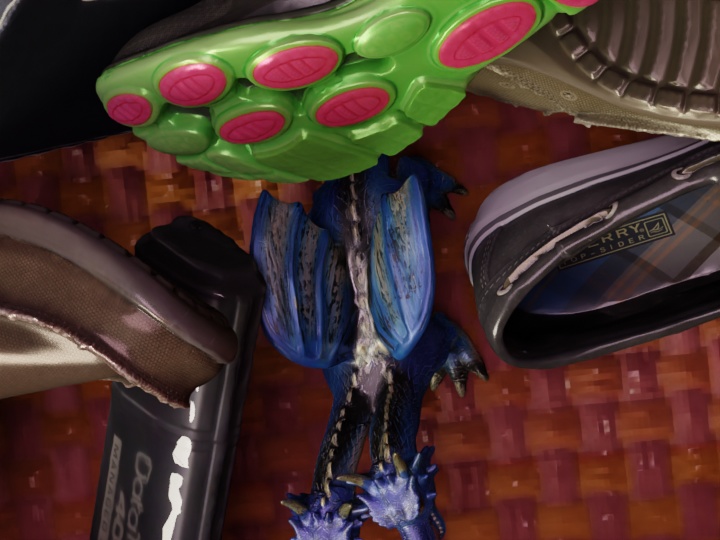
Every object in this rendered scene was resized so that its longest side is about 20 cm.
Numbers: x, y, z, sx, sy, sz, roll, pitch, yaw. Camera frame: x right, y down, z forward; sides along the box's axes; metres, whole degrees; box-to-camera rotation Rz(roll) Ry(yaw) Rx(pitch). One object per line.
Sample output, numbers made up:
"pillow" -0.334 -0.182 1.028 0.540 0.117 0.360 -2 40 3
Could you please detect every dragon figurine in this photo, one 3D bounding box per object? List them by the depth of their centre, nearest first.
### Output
"dragon figurine" 0.000 0.000 0.933 0.059 0.099 0.201 -7 92 13

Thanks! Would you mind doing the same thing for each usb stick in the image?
"usb stick" -0.065 0.082 0.936 0.055 0.032 0.201 32 119 45

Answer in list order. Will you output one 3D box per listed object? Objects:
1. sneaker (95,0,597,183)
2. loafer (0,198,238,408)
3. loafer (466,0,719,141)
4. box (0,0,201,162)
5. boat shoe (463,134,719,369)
"sneaker" 0.008 -0.093 0.877 0.199 0.077 0.084 -28 43 21
"loafer" -0.121 0.019 0.885 0.199 0.073 0.071 10 73 40
"loafer" 0.075 -0.083 0.910 0.199 0.067 0.076 15 88 28
"box" -0.118 -0.171 0.897 0.197 0.124 0.200 46 122 19
"boat shoe" 0.126 -0.018 0.907 0.199 0.066 0.070 -16 126 14
